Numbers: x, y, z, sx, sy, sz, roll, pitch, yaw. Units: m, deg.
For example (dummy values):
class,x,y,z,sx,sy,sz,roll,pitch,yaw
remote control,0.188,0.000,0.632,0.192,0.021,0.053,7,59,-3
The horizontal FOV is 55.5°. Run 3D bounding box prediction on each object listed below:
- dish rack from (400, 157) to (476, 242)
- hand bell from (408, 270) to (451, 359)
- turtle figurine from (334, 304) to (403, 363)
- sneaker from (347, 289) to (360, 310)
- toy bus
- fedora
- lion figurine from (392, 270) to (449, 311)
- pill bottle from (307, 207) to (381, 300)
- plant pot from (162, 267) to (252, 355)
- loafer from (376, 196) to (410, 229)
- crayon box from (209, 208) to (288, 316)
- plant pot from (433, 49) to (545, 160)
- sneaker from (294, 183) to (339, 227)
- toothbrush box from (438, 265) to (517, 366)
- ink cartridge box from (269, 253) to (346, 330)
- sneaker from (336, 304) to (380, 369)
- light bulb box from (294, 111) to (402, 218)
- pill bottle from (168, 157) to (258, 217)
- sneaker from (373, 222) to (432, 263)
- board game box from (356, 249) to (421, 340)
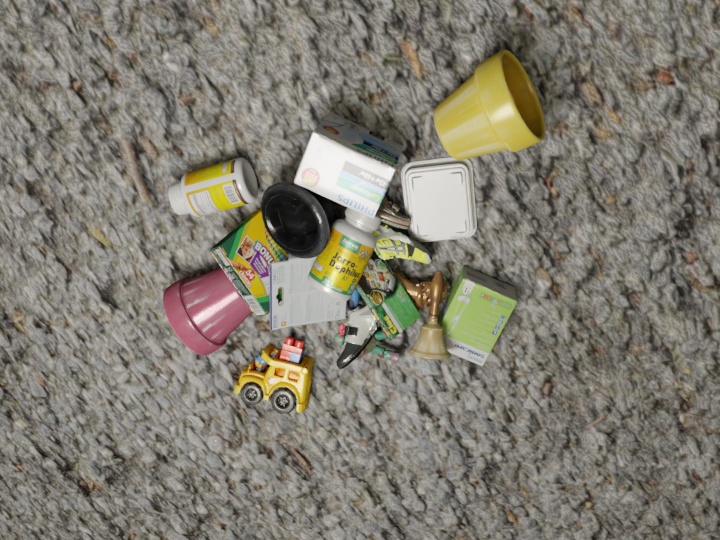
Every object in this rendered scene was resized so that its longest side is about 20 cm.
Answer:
class,x,y,z,sx,sy,sz,roll,pitch,yaw
dish rack,0.186,-0.159,1.617,0.169,0.044,0.203,-5,113,9
hand bell,0.175,0.102,1.643,0.102,0.104,0.203,5,96,5
turtle figurine,0.006,0.178,1.763,0.197,0.101,0.152,10,115,-3
sneaker,0.000,0.000,1.691,0.077,0.066,0.203,-3,105,-15
toy bus,-0.220,0.261,1.817,0.197,0.136,0.195,13,102,4
fedora,-0.128,-0.124,1.540,0.199,0.091,0.203,23,130,30
lion figurine,0.113,0.047,1.700,0.198,0.073,0.124,22,118,-4
pill bottle,-0.031,-0.045,1.545,0.112,0.113,0.202,26,98,-5
plant pot,-0.364,0.083,1.718,0.178,0.200,0.201,-31,107,11
loafer,0.032,-0.159,1.623,0.198,0.072,0.064,22,103,5
crayon box,-0.240,-0.022,1.664,0.058,0.173,0.201,-11,118,51
plant pot,0.266,-0.332,1.460,0.187,0.201,0.202,-22,110,33
sneaker,-0.085,-0.137,1.632,0.144,0.081,0.203,14,121,13
toothbrush box,0.279,0.113,1.700,0.144,0.086,0.202,22,114,-1
ink cartridge box,-0.127,0.042,1.650,0.197,0.041,0.202,-7,125,-19
sneaker,-0.009,0.145,1.678,0.088,0.074,0.201,36,82,7
light bulb box,-0.023,-0.239,1.523,0.196,0.201,0.126,23,115,-4
pill bottle,-0.353,-0.193,1.637,0.197,0.110,0.111,-13,112,13
sneaker,0.079,-0.056,1.641,0.198,0.075,0.077,25,90,-13
board game box,0.055,0.054,1.642,0.201,0.104,0.023,58,148,-2
